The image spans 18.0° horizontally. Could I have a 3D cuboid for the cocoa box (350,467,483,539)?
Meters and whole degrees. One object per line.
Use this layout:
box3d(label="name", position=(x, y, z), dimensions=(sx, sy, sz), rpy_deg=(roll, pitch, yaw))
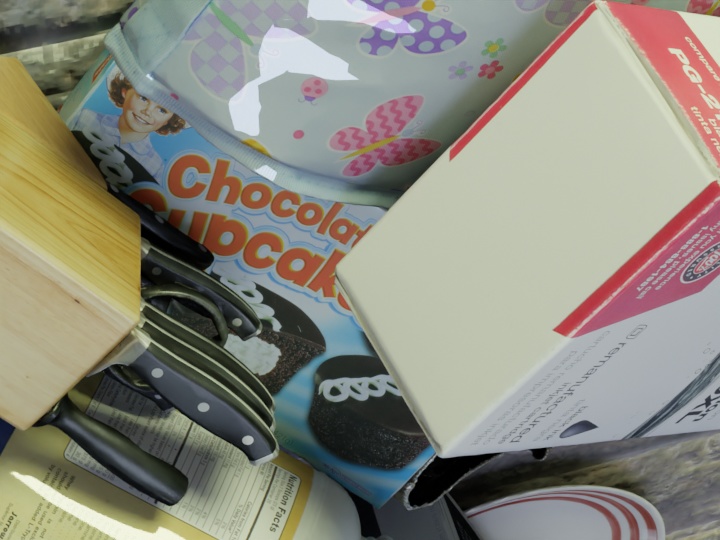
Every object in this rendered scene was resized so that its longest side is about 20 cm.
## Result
box3d(label="cocoa box", position=(0.025, 0.216, 1.159), dimensions=(0.131, 0.134, 0.200), rpy_deg=(-25, 144, 7))

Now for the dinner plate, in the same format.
box3d(label="dinner plate", position=(0.074, 0.173, 1.265), dimensions=(0.199, 0.024, 0.201), rpy_deg=(-16, 144, -12))

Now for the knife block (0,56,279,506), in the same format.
box3d(label="knife block", position=(-0.117, 0.008, 0.772), dimensions=(0.064, 0.176, 0.200), rpy_deg=(-43, 163, 20))

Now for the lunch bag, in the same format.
box3d(label="lunch bag", position=(0.030, -0.114, 0.778), dimensions=(0.200, 0.127, 0.170), rpy_deg=(4, 138, -50))

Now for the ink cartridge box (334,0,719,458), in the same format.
box3d(label="ink cartridge box", position=(0.112, -0.012, 0.806), dimensions=(0.200, 0.085, 0.145), rpy_deg=(0, 142, -51))

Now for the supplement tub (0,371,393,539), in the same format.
box3d(label="supplement tub", position=(-0.088, 0.122, 0.889), dimensions=(0.199, 0.145, 0.145), rpy_deg=(29, 129, -5))

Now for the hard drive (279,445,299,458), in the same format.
box3d(label="hard drive", position=(0.000, 0.000, 0.978), dimensions=(0.200, 0.042, 0.135), rpy_deg=(-39, 143, 18))

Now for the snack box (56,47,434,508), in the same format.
box3d(label="snack box", position=(-0.036, -0.003, 0.880), dimensions=(0.200, 0.037, 0.116), rpy_deg=(34, 119, -15))

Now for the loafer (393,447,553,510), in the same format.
box3d(label="loafer", position=(0.089, 0.056, 1.079), dimensions=(0.199, 0.070, 0.075), rpy_deg=(-28, 145, 8))
